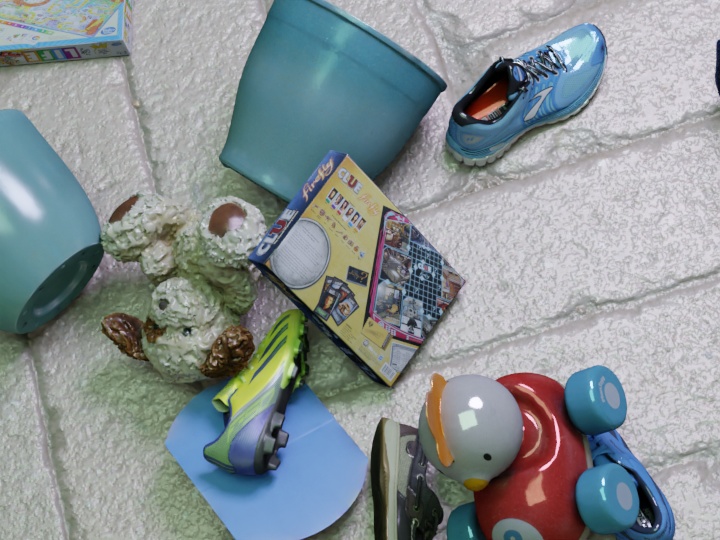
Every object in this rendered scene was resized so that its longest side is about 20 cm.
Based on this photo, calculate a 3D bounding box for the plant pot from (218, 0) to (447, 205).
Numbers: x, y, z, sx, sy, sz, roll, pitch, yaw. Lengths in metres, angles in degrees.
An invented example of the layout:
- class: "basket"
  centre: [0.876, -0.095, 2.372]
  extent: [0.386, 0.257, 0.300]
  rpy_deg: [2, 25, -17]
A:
- class: "plant pot"
  centre: [-0.044, -0.158, 1.767]
  extent: [0.199, 0.200, 0.189]
  rpy_deg: [31, 90, 20]

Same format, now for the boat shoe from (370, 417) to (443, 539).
- class: "boat shoe"
  centre: [0.046, 0.225, 1.632]
  extent: [0.065, 0.072, 0.202]
  rpy_deg: [4, 48, -7]

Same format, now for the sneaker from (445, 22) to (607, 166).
- class: "sneaker"
  centre: [0.173, -0.188, 1.789]
  extent: [0.199, 0.090, 0.078]
  rpy_deg: [-38, 67, -8]

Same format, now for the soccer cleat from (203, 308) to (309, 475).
- class: "soccer cleat"
  centre: [-0.100, 0.111, 1.700]
  extent: [0.083, 0.065, 0.201]
  rpy_deg: [7, 48, 12]

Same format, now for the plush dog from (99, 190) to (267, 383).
- class: "plush dog"
  centre: [-0.161, 0.028, 1.731]
  extent: [0.199, 0.160, 0.173]
  rpy_deg: [6, 71, 36]

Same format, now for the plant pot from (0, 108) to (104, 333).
- class: "plant pot"
  centre: [-0.357, -0.034, 1.767]
  extent: [0.161, 0.201, 0.201]
  rpy_deg: [43, 80, 9]

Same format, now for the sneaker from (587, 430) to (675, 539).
- class: "sneaker"
  centre: [0.226, 0.178, 1.635]
  extent: [0.066, 0.079, 0.201]
  rpy_deg: [-35, 65, -4]

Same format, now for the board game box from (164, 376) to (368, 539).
- class: "board game box"
  centre: [-0.090, 0.190, 1.701]
  extent: [0.157, 0.039, 0.200]
  rpy_deg: [-27, 56, -24]

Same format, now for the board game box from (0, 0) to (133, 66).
- class: "board game box"
  centre: [-0.354, -0.300, 1.957]
  extent: [0.198, 0.034, 0.136]
  rpy_deg: [-3, 67, 9]

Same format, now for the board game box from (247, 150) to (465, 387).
- class: "board game box"
  centre: [0.000, 0.000, 1.692]
  extent: [0.136, 0.200, 0.035]
  rpy_deg: [-52, 32, -13]

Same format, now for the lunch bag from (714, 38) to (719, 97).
- class: "lunch bag"
  centre: [0.455, -0.171, 1.708]
  extent: [0.132, 0.136, 0.201]
  rpy_deg: [-33, 67, -4]

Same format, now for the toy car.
- class: "toy car"
  centre: [0.115, 0.165, 1.558]
  extent: [0.183, 0.199, 0.179]
  rpy_deg: [-22, 61, 37]
